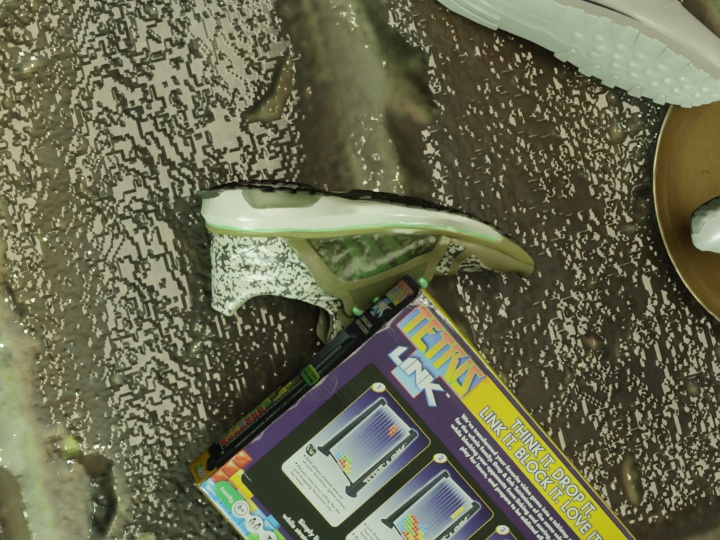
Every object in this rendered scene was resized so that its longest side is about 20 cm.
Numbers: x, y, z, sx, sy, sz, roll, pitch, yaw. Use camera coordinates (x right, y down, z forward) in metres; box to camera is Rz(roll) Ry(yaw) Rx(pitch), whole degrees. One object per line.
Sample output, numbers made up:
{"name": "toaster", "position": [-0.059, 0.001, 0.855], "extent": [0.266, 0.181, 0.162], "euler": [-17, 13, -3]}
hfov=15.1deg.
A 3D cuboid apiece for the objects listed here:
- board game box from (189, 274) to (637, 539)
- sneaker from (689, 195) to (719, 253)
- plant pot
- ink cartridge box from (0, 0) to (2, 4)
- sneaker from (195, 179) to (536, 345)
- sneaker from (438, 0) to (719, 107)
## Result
{"name": "board game box", "position": [0.030, 0.131, 1.509], "extent": [0.165, 0.057, 0.200], "euler": [-40, 103, -2]}
{"name": "sneaker", "position": [0.287, -0.008, 1.593], "extent": [0.200, 0.074, 0.087], "euler": [5, 89, -16]}
{"name": "plant pot", "position": [0.264, -0.049, 1.639], "extent": [0.200, 0.027, 0.201], "euler": [1, 86, -18]}
{"name": "ink cartridge box", "position": [-0.259, -0.151, 1.462], "extent": [0.115, 0.068, 0.200], "euler": [33, 76, -12]}
{"name": "sneaker", "position": [0.000, 0.000, 1.538], "extent": [0.200, 0.077, 0.089], "euler": [7, 97, -12]}
{"name": "sneaker", "position": [0.138, -0.165, 1.579], "extent": [0.200, 0.076, 0.081], "euler": [28, 64, -6]}
